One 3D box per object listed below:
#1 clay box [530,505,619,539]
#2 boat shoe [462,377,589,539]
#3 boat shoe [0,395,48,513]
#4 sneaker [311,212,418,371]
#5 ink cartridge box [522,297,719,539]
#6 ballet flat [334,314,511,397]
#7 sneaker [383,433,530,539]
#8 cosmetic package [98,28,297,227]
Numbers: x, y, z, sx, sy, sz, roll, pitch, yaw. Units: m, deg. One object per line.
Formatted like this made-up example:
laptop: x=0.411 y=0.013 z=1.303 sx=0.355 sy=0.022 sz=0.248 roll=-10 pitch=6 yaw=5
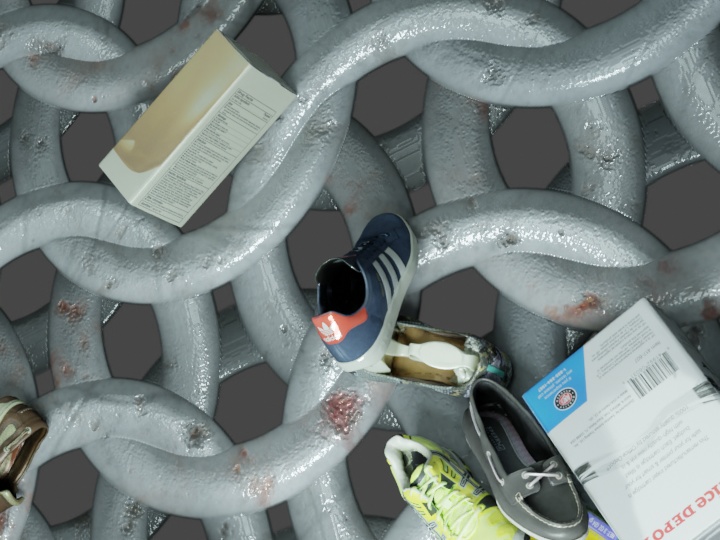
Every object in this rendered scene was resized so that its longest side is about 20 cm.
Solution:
clay box: x=0.149 y=0.297 z=1.402 sx=0.115 sy=0.048 sz=0.200 roll=31 pitch=91 yaw=34
boat shoe: x=0.142 y=0.168 z=1.379 sx=0.067 sy=0.057 sz=0.200 roll=-16 pitch=33 yaw=-14
boat shoe: x=-0.412 y=0.243 z=1.707 sx=0.075 sy=0.075 sz=0.203 roll=25 pitch=89 yaw=25
sneaker: x=0.000 y=0.000 z=1.501 sx=0.075 sy=0.085 sz=0.200 roll=-22 pitch=36 yaw=29
ink cartridge box: x=0.263 y=0.149 z=1.359 sx=0.146 sy=0.084 sz=0.200 roll=-40 pitch=63 yaw=13
ballet flat: x=0.049 y=0.078 z=1.504 sx=0.200 sy=0.072 sz=0.072 roll=9 pitch=81 yaw=30
sneaker: x=0.080 y=0.218 z=1.407 sx=0.076 sy=0.076 sz=0.200 roll=-56 pitch=35 yaw=3
cosmetic package: x=-0.175 y=-0.152 z=1.666 sx=0.200 sy=0.105 sz=0.071 roll=-47 pitch=60 yaw=8
